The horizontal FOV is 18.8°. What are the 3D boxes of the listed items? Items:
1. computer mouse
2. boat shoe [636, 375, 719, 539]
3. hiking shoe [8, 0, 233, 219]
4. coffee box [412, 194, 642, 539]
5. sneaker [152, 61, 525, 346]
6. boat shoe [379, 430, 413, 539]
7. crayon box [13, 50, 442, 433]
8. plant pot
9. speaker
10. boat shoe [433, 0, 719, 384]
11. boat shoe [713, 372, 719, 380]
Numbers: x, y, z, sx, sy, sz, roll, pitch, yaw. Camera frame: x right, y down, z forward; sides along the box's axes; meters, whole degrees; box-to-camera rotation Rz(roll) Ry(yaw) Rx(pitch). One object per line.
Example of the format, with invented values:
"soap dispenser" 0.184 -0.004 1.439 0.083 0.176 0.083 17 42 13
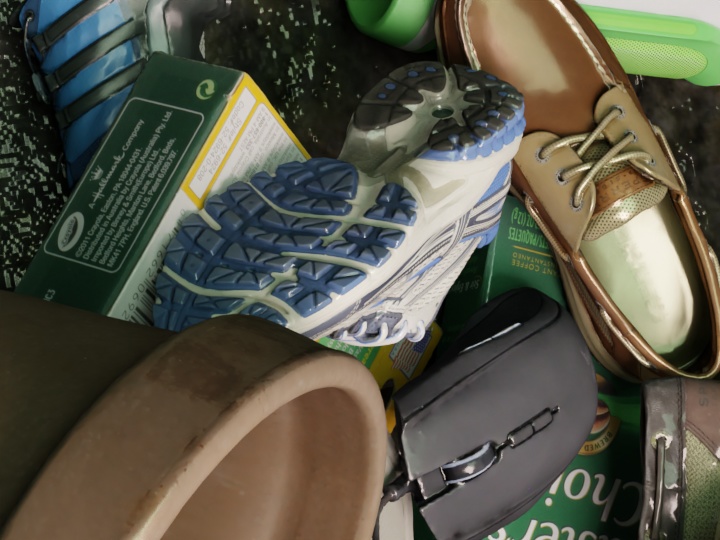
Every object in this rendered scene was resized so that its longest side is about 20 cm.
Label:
"computer mouse" 0.056 0.094 0.864 0.200 0.046 0.141 -29 107 -50
"boat shoe" 0.125 0.138 0.913 0.065 0.072 0.202 13 105 6
"hiking shoe" -0.104 -0.079 0.897 0.086 0.074 0.202 12 85 7
"coffee box" 0.089 0.078 0.967 0.122 0.044 0.202 16 78 -23
"sneaker" 0.000 0.000 0.825 0.200 0.077 0.086 -36 137 -40
"boat shoe" -0.008 0.127 0.871 0.074 0.060 0.201 -48 127 -38
"crayon box" -0.050 0.023 0.871 0.126 0.051 0.200 -62 143 -18
"plant pot" -0.113 0.083 0.705 0.174 0.201 0.201 27 69 21
"speaker" 0.096 -0.132 0.974 0.198 0.088 0.089 4 82 -24
"boat shoe" 0.102 -0.038 0.905 0.075 0.074 0.201 -33 105 -7
"boat shoe" 0.242 0.036 1.030 0.200 0.073 0.063 -36 106 -21
